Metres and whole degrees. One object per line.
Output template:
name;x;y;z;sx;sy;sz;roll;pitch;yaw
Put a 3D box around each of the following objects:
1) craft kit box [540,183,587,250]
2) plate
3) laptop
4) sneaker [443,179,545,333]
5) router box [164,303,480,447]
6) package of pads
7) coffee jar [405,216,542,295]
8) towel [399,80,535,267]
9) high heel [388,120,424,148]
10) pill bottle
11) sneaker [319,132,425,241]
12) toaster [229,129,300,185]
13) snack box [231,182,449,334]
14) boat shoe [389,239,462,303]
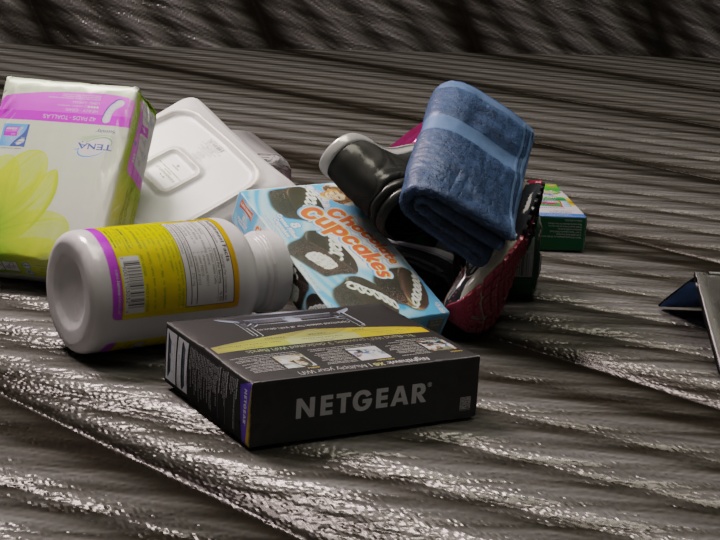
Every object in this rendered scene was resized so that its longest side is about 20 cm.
craft kit box;0.150;-0.068;1.909;0.198;0.049;0.198;3;17;-3
plate;-0.192;-0.092;1.645;0.199;0.032;0.199;-31;54;-26
laptop;0.393;0.064;1.504;0.186;0.116;0.201;2;43;-4
sneaker;0.113;-0.017;1.521;0.074;0.081;0.200;16;41;11
router box;-0.031;0.077;1.261;0.199;0.053;0.157;-4;16;-29
package of pads;-0.288;-0.085;1.576;0.153;0.201;0.068;6;-20;14
coffee jar;0.080;-0.027;1.636;0.198;0.086;0.104;4;21;1
towel;0.100;-0.098;1.487;0.111;0.049;0.201;32;39;-11
high heel;0.012;-0.089;1.732;0.199;0.097;0.067;-20;-41;29
pill bottle;-0.160;0.010;1.394;0.199;0.105;0.104;-6;17;-35
sneaker;0.047;-0.069;1.540;0.099;0.071;0.200;51;22;25
toaster;-0.167;-0.086;1.761;0.199;0.114;0.129;-6;19;-28
snack box;-0.021;-0.005;1.468;0.116;0.037;0.200;-7;42;-35
boat shoe;0.000;0.000;1.556;0.199;0.072;0.068;14;14;12
